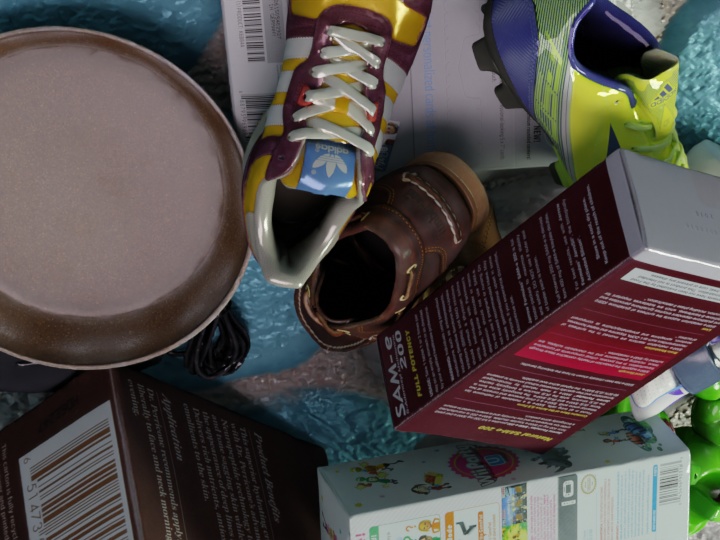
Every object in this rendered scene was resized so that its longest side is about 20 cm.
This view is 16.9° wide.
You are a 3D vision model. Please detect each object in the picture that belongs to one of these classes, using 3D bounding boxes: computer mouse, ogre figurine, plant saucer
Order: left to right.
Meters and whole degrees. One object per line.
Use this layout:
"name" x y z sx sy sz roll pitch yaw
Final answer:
"computer mouse" -0.165 0.029 1.378 0.198 0.053 0.139 -4 135 0
"plant saucer" -0.152 -0.041 1.293 0.199 0.032 0.201 2 117 4
"ogre figurine" 0.170 0.121 1.448 0.119 0.201 0.098 21 173 -35

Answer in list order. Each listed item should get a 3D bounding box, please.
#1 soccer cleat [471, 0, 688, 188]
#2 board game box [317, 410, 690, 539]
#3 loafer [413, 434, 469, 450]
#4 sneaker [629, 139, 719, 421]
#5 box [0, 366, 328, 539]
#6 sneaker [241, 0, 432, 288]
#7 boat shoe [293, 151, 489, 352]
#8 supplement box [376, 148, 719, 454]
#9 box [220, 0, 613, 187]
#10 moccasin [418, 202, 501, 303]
"soccer cleat" 0.133 -0.076 1.224 0.083 0.065 0.200 -14 136 31
"board game box" 0.081 0.168 1.356 0.199 0.064 0.148 -9 116 -16
"loafer" 0.045 0.156 1.434 0.069 0.070 0.200 16 140 -11
"sneaker" 0.217 0.040 1.334 0.200 0.081 0.147 39 107 7
"box" -0.125 0.183 1.426 0.164 0.167 0.200 -33 141 26
"sneaker" -0.010 -0.084 1.187 0.074 0.090 0.201 9 127 -10
"boat shoe" 0.000 0.000 1.305 0.070 0.070 0.200 44 151 4
"supplement box" 0.111 0.021 1.242 0.108 0.061 0.200 12 143 -37
"box" 0.030 -0.117 1.256 0.198 0.041 0.157 -3 135 1
"moccasin" 0.071 0.048 1.393 0.073 0.078 0.202 -6 135 0
